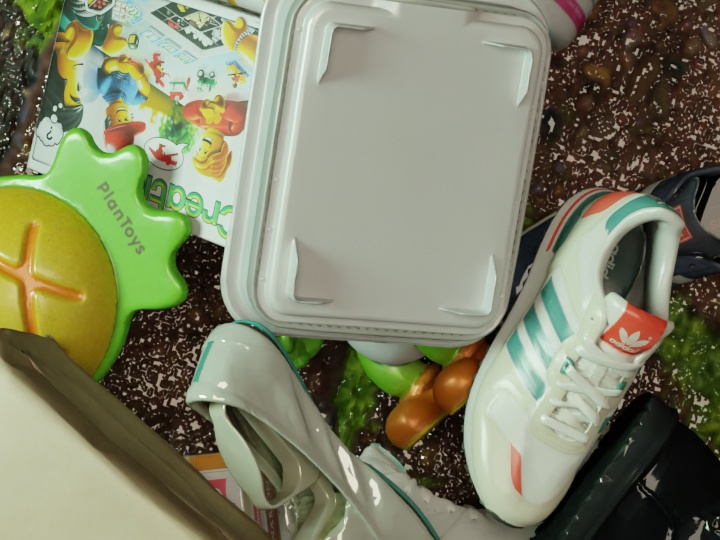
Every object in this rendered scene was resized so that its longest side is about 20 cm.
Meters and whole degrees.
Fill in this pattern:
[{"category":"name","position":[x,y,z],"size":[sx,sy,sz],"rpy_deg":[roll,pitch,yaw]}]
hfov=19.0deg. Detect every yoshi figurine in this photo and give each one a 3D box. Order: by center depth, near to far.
[{"category":"yoshi figurine","position":[-0.011,0.008,1.250],"size":[0.112,0.112,0.201],"rpy_deg":[-36,86,1]}]

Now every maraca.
[{"category":"maraca","position":[-0.183,0.007,1.223],"size":[0.199,0.107,0.138],"rpy_deg":[-35,90,21]}]

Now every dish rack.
[{"category":"dish rack","position":[0.021,-0.055,1.149],"size":[0.170,0.044,0.202],"rpy_deg":[5,101,-21]}]

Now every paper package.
[{"category":"paper package","position":[-0.173,0.166,1.131],"size":[0.190,0.103,0.201],"rpy_deg":[40,97,10]}]

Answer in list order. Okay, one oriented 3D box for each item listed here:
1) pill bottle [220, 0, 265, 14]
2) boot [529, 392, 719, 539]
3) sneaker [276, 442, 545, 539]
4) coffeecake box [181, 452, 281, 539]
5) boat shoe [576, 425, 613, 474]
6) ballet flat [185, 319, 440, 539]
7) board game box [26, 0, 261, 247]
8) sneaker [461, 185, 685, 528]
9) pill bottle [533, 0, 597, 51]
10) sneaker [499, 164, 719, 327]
[{"category":"pill bottle","position":[-0.022,-0.164,1.249],"size":[0.111,0.111,0.201],"rpy_deg":[-34,74,-5]},{"category":"boot","position":[0.169,0.192,1.194],"size":[0.168,0.076,0.201],"rpy_deg":[39,79,-4]},{"category":"sneaker","position":[0.025,0.145,1.259],"size":[0.198,0.075,0.089],"rpy_deg":[-2,81,-2]},{"category":"coffeecake box","position":[-0.145,0.187,1.217],"size":[0.198,0.073,0.155],"rpy_deg":[-7,85,13]},{"category":"boat shoe","position":[0.162,0.153,1.263],"size":[0.199,0.075,0.069],"rpy_deg":[38,79,-1]},{"category":"ballet flat","position":[-0.029,0.117,1.165],"size":[0.069,0.069,0.200],"rpy_deg":[-40,111,-6]},{"category":"board game box","position":[-0.098,-0.091,1.218],"size":[0.199,0.034,0.127],"rpy_deg":[21,101,35]},{"category":"sneaker","position":[0.121,0.046,1.182],"size":[0.070,0.093,0.201],"rpy_deg":[26,81,-20]},{"category":"pill bottle","position":[0.124,-0.241,1.272],"size":[0.113,0.113,0.201],"rpy_deg":[32,85,-1]},{"category":"sneaker","position":[0.168,-0.018,1.272],"size":[0.198,0.085,0.076],"rpy_deg":[-23,87,-5]}]
